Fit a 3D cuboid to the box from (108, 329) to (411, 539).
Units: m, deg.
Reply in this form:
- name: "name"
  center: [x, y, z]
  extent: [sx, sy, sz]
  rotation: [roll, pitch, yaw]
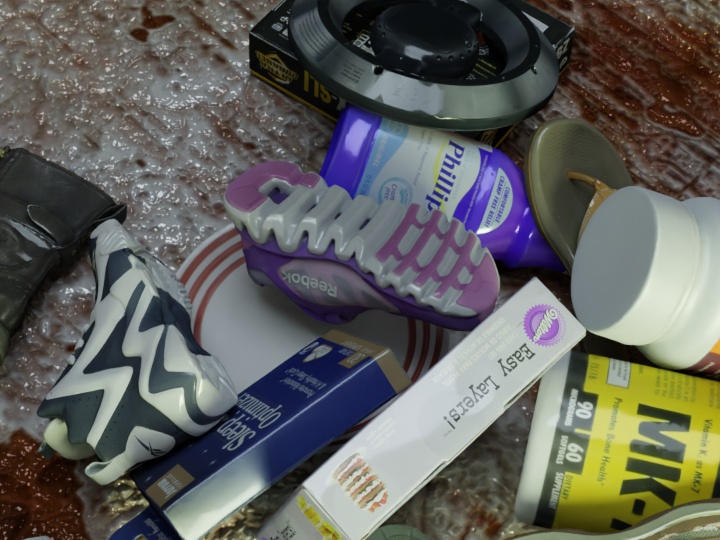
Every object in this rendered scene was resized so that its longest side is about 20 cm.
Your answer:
- name: "box"
  center: [-0.072, 0.108, 1.066]
  extent: [0.200, 0.121, 0.032]
  rotation: [-36, 103, -12]

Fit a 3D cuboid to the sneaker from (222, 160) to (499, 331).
- name: "sneaker"
  center: [0.000, 0.000, 1.149]
  extent: [0.199, 0.089, 0.080]
  rotation: [22, 41, 22]

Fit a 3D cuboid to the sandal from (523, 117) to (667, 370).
- name: "sandal"
  center: [0.171, -0.011, 1.168]
  extent: [0.080, 0.054, 0.201]
  rotation: [-11, 81, -24]

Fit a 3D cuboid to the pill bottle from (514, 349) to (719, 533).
- name: "pill bottle"
  center: [0.204, 0.123, 1.085]
  extent: [0.199, 0.115, 0.115]
  rotation: [12, 56, 7]

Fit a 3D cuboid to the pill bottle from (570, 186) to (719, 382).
- name: "pill bottle"
  center: [0.244, 0.018, 1.115]
  extent: [0.199, 0.114, 0.115]
  rotation: [16, 52, -23]

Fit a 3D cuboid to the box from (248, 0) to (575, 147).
- name: "box"
  center: [0.038, -0.169, 1.322]
  extent: [0.199, 0.049, 0.160]
  rotation: [31, 57, 18]

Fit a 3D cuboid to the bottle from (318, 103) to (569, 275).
- name: "bottle"
  center: [0.071, -0.050, 1.209]
  extent: [0.199, 0.065, 0.084]
  rotation: [21, 84, -7]

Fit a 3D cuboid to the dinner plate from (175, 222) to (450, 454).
- name: "dinner plate"
  center: [-0.038, 0.041, 1.189]
  extent: [0.199, 0.024, 0.201]
  rotation: [1, 54, -1]

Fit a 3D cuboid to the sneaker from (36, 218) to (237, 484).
- name: "sneaker"
  center: [-0.168, 0.060, 1.129]
  extent: [0.129, 0.079, 0.199]
  rotation: [-40, 49, 5]

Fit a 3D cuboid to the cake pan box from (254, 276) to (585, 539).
- name: "cake pan box"
  center: [0.034, 0.099, 1.042]
  extent: [0.200, 0.184, 0.052]
  rotation: [-40, 86, -19]

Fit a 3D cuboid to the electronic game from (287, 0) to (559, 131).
- name: "electronic game"
  center: [0.046, -0.161, 1.240]
  extent: [0.199, 0.042, 0.200]
  rotation: [9, 37, -7]

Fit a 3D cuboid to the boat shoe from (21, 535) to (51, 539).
- name: "boat shoe"
  center: [-0.278, 0.193, 1.046]
  extent: [0.199, 0.075, 0.069]
  rotation: [-17, 63, -12]

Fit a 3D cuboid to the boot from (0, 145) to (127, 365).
- name: "boot"
  center: [-0.285, -0.023, 1.209]
  extent: [0.199, 0.069, 0.175]
  rotation: [21, 52, 8]

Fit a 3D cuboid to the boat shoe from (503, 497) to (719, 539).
- name: "boat shoe"
  center: [0.174, 0.188, 1.005]
  extent: [0.199, 0.072, 0.076]
  rotation: [-12, 28, 6]

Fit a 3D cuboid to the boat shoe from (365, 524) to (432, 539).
- name: "boat shoe"
  center: [0.063, 0.245, 1.035]
  extent: [0.074, 0.065, 0.202]
  rotation: [-26, 64, -41]
